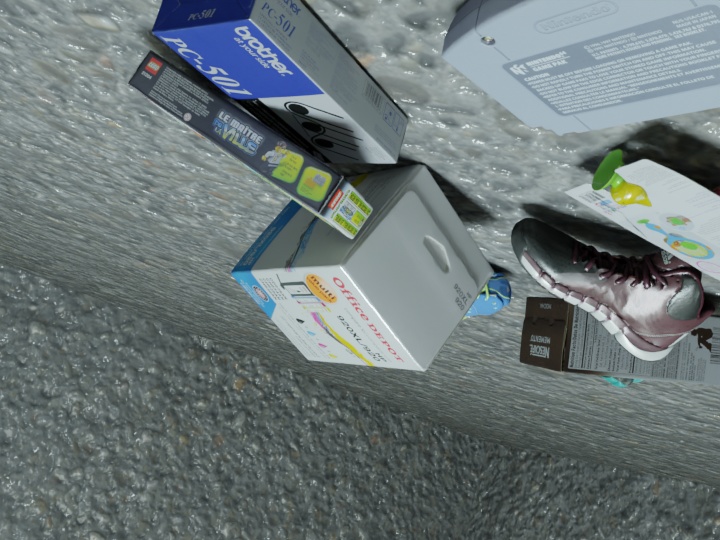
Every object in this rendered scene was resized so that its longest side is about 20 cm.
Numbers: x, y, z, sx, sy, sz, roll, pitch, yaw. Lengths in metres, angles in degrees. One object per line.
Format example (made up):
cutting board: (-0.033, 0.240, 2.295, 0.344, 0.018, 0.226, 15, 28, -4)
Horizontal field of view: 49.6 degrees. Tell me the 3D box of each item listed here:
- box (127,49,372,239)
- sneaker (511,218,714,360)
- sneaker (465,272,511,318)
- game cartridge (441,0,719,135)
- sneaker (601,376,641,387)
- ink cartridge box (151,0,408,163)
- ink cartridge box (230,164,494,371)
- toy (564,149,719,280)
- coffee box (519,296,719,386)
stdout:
box: (-0.088, -0.103, 0.652, 0.200, 0.035, 0.110, 35, -179, 15)
sneaker: (0.250, -0.007, 0.742, 0.200, 0.076, 0.116, 35, 133, -9)
sneaker: (0.129, 0.007, 0.962, 0.105, 0.076, 0.200, -7, 159, 15)
game cartridge: (0.149, -0.132, 0.441, 0.133, 0.041, 0.200, 23, 165, -37)
sneaker: (0.328, 0.102, 1.023, 0.120, 0.084, 0.200, 20, 174, 6)
ink cartridge box: (-0.052, -0.145, 0.596, 0.094, 0.044, 0.200, 6, 163, 34)
ink cartridge box: (0.000, 0.000, 0.806, 0.200, 0.145, 0.147, -3, 132, 52)
toy: (0.276, -0.043, 0.613, 0.200, 0.047, 0.115, 23, 168, -11)
coffee box: (0.295, 0.078, 0.873, 0.199, 0.080, 0.113, 6, 178, -10)
